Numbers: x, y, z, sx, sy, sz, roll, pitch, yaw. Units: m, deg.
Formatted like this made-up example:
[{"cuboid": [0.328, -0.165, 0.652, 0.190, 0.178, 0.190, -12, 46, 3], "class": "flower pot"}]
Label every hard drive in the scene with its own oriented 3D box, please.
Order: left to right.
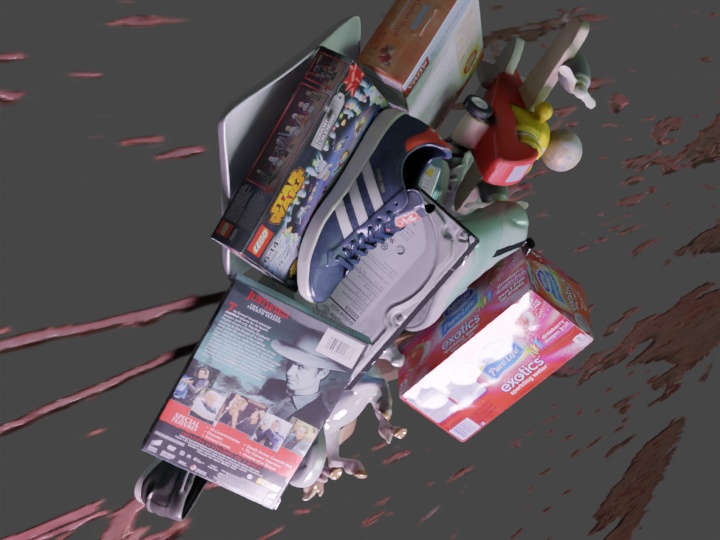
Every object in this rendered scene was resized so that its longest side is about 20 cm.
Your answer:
[{"cuboid": [0.000, 0.000, 1.488, 0.200, 0.140, 0.038, -49, 168, 7], "class": "hard drive"}]

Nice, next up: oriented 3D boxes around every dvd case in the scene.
[{"cuboid": [-0.100, 0.117, 1.444, 0.200, 0.146, 0.022, -60, -168, 18], "class": "dvd case"}]

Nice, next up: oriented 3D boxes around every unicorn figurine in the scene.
[{"cuboid": [-0.006, 0.137, 1.585, 0.200, 0.137, 0.074, -34, 134, -4], "class": "unicorn figurine"}]

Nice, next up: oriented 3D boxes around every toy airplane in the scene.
[{"cuboid": [0.170, -0.155, 1.605, 0.199, 0.141, 0.200, -61, -177, -12], "class": "toy airplane"}]

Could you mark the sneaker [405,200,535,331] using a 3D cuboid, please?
[{"cuboid": [0.106, -0.004, 1.596, 0.118, 0.074, 0.200, -23, 166, -31], "class": "sneaker"}]

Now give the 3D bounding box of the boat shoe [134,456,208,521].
[{"cuboid": [-0.143, 0.172, 1.534, 0.200, 0.057, 0.067, -48, 152, -28], "class": "boat shoe"}]

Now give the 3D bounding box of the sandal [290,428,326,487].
[{"cuboid": [-0.056, 0.138, 1.553, 0.050, 0.203, 0.082, 22, 133, -29], "class": "sandal"}]

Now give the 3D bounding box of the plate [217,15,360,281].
[{"cuboid": [-0.071, -0.117, 1.410, 0.200, 0.032, 0.200, -43, 149, -37], "class": "plate"}]

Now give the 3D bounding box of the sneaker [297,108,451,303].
[{"cuboid": [0.016, -0.050, 1.411, 0.200, 0.084, 0.075, -62, 157, -1], "class": "sneaker"}]

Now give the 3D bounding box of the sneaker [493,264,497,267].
[{"cuboid": [0.137, -0.020, 1.729, 0.075, 0.200, 0.115, -45, 127, 1], "class": "sneaker"}]

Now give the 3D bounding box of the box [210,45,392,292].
[{"cuboid": [-0.047, -0.089, 1.398, 0.200, 0.040, 0.137, -61, 155, -4], "class": "box"}]

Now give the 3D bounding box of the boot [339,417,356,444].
[{"cuboid": [-0.066, 0.150, 1.651, 0.155, 0.074, 0.200, -32, 137, -37], "class": "boot"}]

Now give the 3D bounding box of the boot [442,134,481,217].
[{"cuboid": [0.084, -0.090, 1.711, 0.200, 0.074, 0.096, -47, 144, -44], "class": "boot"}]

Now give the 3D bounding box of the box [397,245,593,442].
[{"cuboid": [0.141, 0.077, 1.629, 0.200, 0.100, 0.096, -42, -154, 26], "class": "box"}]

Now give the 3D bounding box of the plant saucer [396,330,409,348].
[{"cuboid": [0.081, 0.056, 1.787, 0.200, 0.032, 0.200, 27, 58, -56], "class": "plant saucer"}]

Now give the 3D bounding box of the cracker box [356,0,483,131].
[{"cuboid": [0.063, -0.211, 1.507, 0.134, 0.058, 0.200, -58, 167, -10], "class": "cracker box"}]

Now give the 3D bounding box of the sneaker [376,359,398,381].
[{"cuboid": [0.047, 0.079, 1.796, 0.200, 0.070, 0.076, -22, 127, -58], "class": "sneaker"}]

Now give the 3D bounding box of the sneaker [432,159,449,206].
[{"cuboid": [0.027, -0.058, 1.612, 0.200, 0.074, 0.082, -57, 158, -14], "class": "sneaker"}]

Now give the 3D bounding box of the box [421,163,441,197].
[{"cuboid": [0.008, -0.025, 1.549, 0.049, 0.082, 0.200, -159, -92, -74], "class": "box"}]
